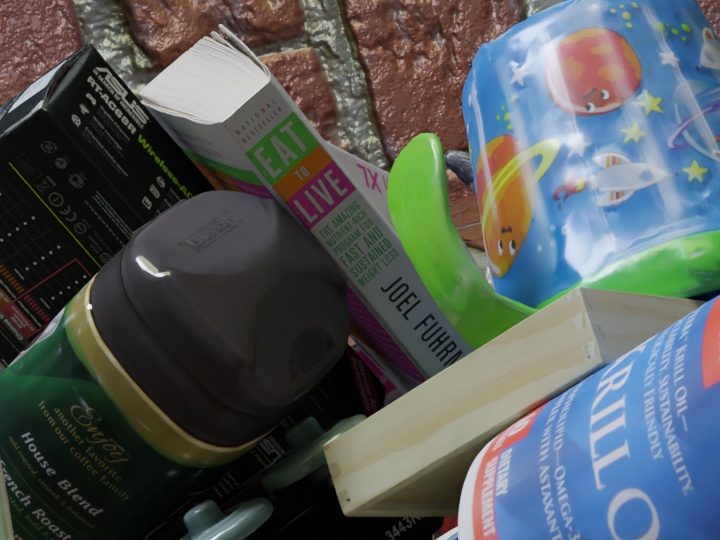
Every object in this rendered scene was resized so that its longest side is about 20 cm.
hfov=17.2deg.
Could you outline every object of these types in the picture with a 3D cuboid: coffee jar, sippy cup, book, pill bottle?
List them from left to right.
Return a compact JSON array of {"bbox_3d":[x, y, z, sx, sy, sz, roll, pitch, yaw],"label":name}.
[{"bbox_3d":[-0.093,0.058,0.884,0.200,0.085,0.104,-44,-2,32],"label":"coffee jar"},{"bbox_3d":[0.000,0.000,0.951,0.048,0.200,0.134,-40,19,-4],"label":"book"},{"bbox_3d":[0.099,-0.027,0.870,0.139,0.131,0.178,-23,-22,17],"label":"sippy cup"},{"bbox_3d":[0.132,0.055,0.691,0.200,0.113,0.112,-36,-8,35],"label":"pill bottle"}]

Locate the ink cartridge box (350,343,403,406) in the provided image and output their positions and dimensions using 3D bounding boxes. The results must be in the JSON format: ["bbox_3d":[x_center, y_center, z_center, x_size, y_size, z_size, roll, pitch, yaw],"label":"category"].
[{"bbox_3d":[-0.080,0.103,1.127,0.200,0.042,0.119,-36,-4,31],"label":"ink cartridge box"}]

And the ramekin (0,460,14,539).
[{"bbox_3d":[-0.129,0.124,0.593,0.097,0.202,0.200,-8,4,-11],"label":"ramekin"}]

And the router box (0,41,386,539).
[{"bbox_3d":[-0.108,0.029,0.972,0.149,0.200,0.062,-31,18,28],"label":"router box"}]

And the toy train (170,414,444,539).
[{"bbox_3d":[-0.051,0.125,0.858,0.200,0.085,0.114,-36,3,-32],"label":"toy train"}]

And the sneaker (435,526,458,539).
[{"bbox_3d":[0.062,0.118,0.822,0.199,0.078,0.085,-9,-9,-46],"label":"sneaker"}]

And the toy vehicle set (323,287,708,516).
[{"bbox_3d":[0.098,0.052,0.846,0.199,0.027,0.124,7,-32,-47],"label":"toy vehicle set"}]

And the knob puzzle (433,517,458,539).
[{"bbox_3d":[-0.008,0.126,0.987,0.219,0.031,0.220,-24,18,8],"label":"knob puzzle"}]

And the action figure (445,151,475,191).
[{"bbox_3d":[0.136,-0.016,1.219,0.104,0.194,0.201,-22,30,24],"label":"action figure"}]

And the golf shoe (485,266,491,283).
[{"bbox_3d":[0.083,0.029,1.095,0.077,0.088,0.200,-49,-13,-25],"label":"golf shoe"}]

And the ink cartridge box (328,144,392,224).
[{"bbox_3d":[-0.069,0.011,1.103,0.200,0.042,0.119,-32,-37,30],"label":"ink cartridge box"}]
